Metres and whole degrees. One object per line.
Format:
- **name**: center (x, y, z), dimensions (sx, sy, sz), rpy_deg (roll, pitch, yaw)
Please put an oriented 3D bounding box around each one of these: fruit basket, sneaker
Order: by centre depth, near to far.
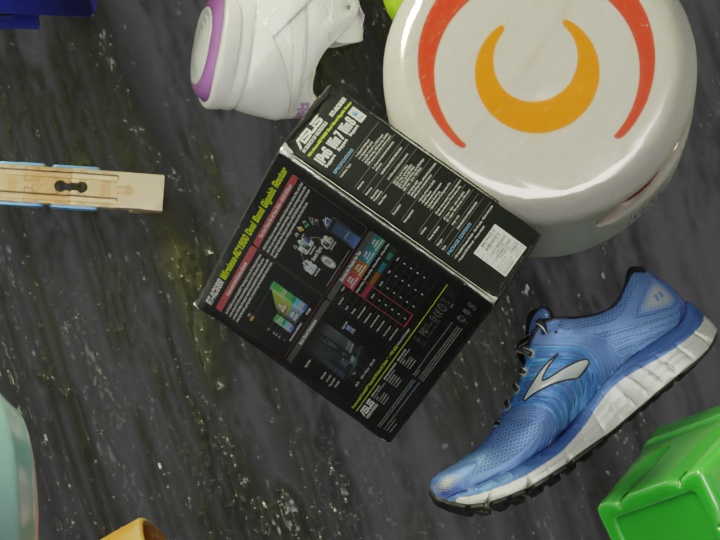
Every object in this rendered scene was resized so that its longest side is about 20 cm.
- **fruit basket**: center (0.271, 0.164, 1.629), dimensions (0.215, 0.155, 0.216), rpy_deg (16, 63, -34)
- **sneaker**: center (0.117, 0.073, 1.654), dimensions (0.200, 0.079, 0.089), rpy_deg (-39, 81, -8)
- **sneaker**: center (-0.040, -0.188, 1.668), dimensions (0.099, 0.075, 0.200), rpy_deg (14, 90, -17)

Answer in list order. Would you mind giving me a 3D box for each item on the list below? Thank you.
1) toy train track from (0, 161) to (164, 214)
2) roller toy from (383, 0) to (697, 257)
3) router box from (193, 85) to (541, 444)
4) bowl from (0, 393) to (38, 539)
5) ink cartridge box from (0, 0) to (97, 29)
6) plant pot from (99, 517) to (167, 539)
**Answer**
- **toy train track**: center (-0.222, -0.052, 1.682), dimensions (0.200, 0.033, 0.115), rpy_deg (3, 82, -4)
- **roller toy**: center (0.107, -0.102, 1.617), dimensions (0.182, 0.140, 0.200), rpy_deg (-2, 78, 4)
- **router box**: center (0.000, 0.000, 1.593), dimensions (0.150, 0.200, 0.062), rpy_deg (35, 57, 1)
- **bowl**: center (-0.253, 0.141, 1.614), dimensions (0.105, 0.201, 0.201), rpy_deg (-2, 89, -19)
- **ink cartridge box**: center (-0.227, -0.221, 1.620), dimensions (0.136, 0.200, 0.076), rpy_deg (3, 60, 6)
- **plant pot**: center (-0.160, 0.275, 1.587), dimensions (0.183, 0.200, 0.200), rpy_deg (-29, 88, 1)
